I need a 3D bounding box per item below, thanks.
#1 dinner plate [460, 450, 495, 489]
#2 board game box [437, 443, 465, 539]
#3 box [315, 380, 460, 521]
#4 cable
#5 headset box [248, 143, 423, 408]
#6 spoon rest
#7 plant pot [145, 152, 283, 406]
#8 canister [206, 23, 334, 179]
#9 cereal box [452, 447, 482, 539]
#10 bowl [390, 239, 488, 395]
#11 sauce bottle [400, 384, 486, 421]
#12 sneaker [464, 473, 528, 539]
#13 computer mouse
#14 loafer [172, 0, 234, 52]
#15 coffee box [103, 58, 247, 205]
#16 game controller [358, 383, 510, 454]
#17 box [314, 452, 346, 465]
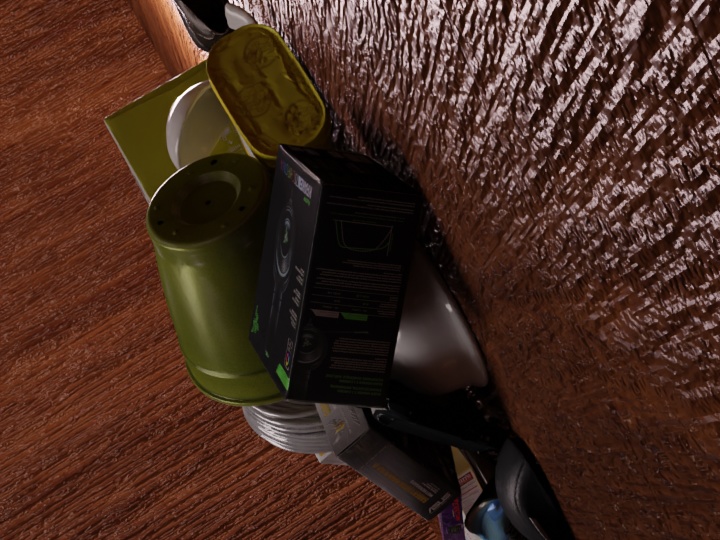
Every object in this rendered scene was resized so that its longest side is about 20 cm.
[{"bbox_3d":[0.137,0.229,1.822,0.201,0.024,0.200,60,174,11],"label":"dinner plate"},{"bbox_3d":[0.087,0.207,1.678,0.201,0.032,0.121,-100,5,-47],"label":"board game box"},{"bbox_3d":[0.012,0.143,1.561,0.158,0.048,0.201,38,-163,-39],"label":"box"},{"bbox_3d":[-0.047,0.124,1.759,0.198,0.200,0.070,15,135,25],"label":"cable"},{"bbox_3d":[-0.028,0.008,1.325,0.174,0.092,0.202,-133,51,-68],"label":"headset box"},{"bbox_3d":[-0.151,-0.191,1.607,0.060,0.202,0.100,15,155,13],"label":"spoon rest"},{"bbox_3d":[-0.119,-0.004,1.505,0.201,0.199,0.194,54,172,47],"label":"plant pot"},{"bbox_3d":[-0.081,-0.144,1.567,0.149,0.086,0.200,57,175,20],"label":"canister"},{"bbox_3d":[0.128,0.282,1.856,0.201,0.039,0.144,63,174,-29],"label":"cereal box"},{"bbox_3d":[0.035,0.045,1.463,0.202,0.090,0.201,58,174,10],"label":"bowl"},{"bbox_3d":[0.058,0.094,1.608,0.201,0.066,0.066,55,175,-7],"label":"sauce bottle"},{"bbox_3d":[0.173,0.289,1.676,0.089,0.079,0.201,26,152,26],"label":"sneaker"},{"bbox_3d":[0.183,0.265,1.474,0.201,0.046,0.141,64,174,-32],"label":"computer mouse"},{"bbox_3d":[-0.194,-0.342,1.703,0.201,0.073,0.071,56,165,-12],"label":"loafer"},{"bbox_3d":[-0.155,-0.111,1.793,0.201,0.199,0.198,57,173,22],"label":"coffee box"},{"bbox_3d":[0.059,0.134,1.464,0.104,0.042,0.199,29,-177,42],"label":"game controller"},{"bbox_3d":[0.007,0.175,1.918,0.199,0.101,0.113,18,-145,-58],"label":"box"}]
